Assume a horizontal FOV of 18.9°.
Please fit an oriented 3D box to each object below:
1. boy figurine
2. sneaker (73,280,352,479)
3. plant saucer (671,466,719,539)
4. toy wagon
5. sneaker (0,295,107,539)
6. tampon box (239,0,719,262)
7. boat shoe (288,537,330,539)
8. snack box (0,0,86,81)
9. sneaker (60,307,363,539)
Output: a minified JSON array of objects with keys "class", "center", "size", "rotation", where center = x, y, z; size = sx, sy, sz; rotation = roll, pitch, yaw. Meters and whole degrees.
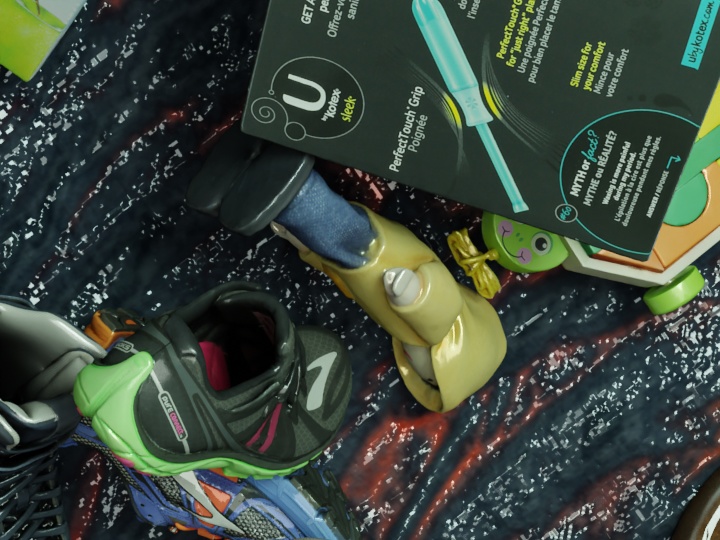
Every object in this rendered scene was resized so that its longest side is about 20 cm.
[{"class":"boy figurine","center":[0.000,0.000,1.081],"size":[0.065,0.124,0.200],"rotation":[-53,131,-7]},{"class":"sneaker","center":[-0.050,0.050,1.019],"size":[0.084,0.200,0.077],"rotation":[-44,74,21]},{"class":"plant saucer","center":[0.246,0.161,1.102],"size":[0.199,0.034,0.201],"rotation":[-10,62,19]},{"class":"toy wagon","center":[0.134,-0.055,1.109],"size":[0.200,0.040,0.155],"rotation":[-36,98,-19]},{"class":"sneaker","center":[-0.163,0.105,1.044],"size":[0.077,0.146,0.203],"rotation":[-30,101,-37]},{"class":"tampon box","center":[0.065,-0.124,0.987],"size":[0.199,0.126,0.150],"rotation":[18,129,1]},{"class":"boat shoe","center":[-0.052,0.205,1.092],"size":[0.073,0.075,0.200],"rotation":[24,127,-32]},{"class":"snack box","center":[-0.166,-0.195,1.002],"size":[0.142,0.200,0.053],"rotation":[35,47,-10]},{"class":"sneaker","center":[-0.076,0.106,1.106],"size":[0.200,0.075,0.078],"rotation":[42,102,-4]}]
